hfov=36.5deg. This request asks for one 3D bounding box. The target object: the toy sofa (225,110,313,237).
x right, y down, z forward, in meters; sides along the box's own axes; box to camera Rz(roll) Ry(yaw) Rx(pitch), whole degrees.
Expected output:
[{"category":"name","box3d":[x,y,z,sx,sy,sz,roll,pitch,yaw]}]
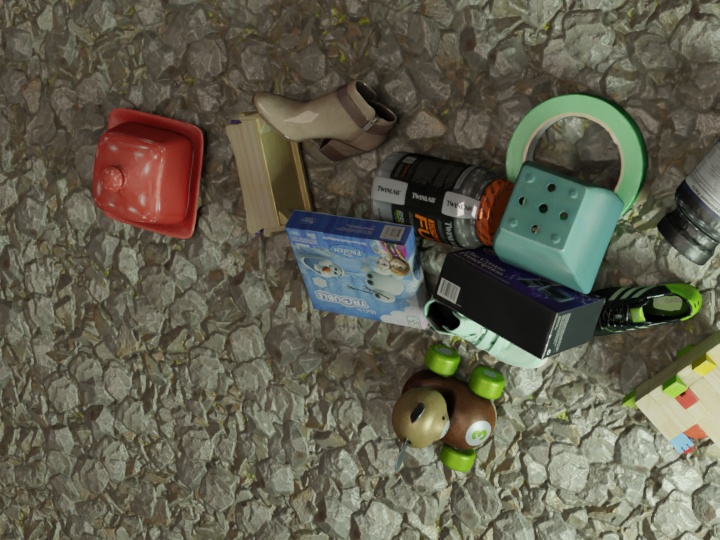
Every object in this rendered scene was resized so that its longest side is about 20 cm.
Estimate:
[{"category":"toy sofa","box3d":[-0.139,-0.160,1.762,0.097,0.083,0.202,-8,97,38]}]

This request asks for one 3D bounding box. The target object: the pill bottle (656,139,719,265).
[{"category":"pill bottle","box3d":[0.498,-0.108,1.472,0.112,0.112,0.200,43,114,11]}]

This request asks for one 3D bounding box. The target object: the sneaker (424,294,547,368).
[{"category":"sneaker","box3d":[0.184,0.098,1.648,0.199,0.118,0.074,30,109,15]}]

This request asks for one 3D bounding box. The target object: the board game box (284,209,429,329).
[{"category":"board game box","box3d":[0.000,0.000,1.693,0.198,0.044,0.200,9,143,23]}]

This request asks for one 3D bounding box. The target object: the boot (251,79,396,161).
[{"category":"boot","box3d":[-0.048,-0.246,1.674,0.199,0.071,0.146,29,139,-28]}]

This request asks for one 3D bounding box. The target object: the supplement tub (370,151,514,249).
[{"category":"supplement tub","box3d":[0.125,-0.102,1.616,0.199,0.122,0.124,15,106,33]}]

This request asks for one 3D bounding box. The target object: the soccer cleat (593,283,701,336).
[{"category":"soccer cleat","box3d":[0.387,0.057,1.569,0.198,0.081,0.068,-12,95,26]}]

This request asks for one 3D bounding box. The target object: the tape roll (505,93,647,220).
[{"category":"tape roll","box3d":[0.312,-0.155,1.582,0.199,0.048,0.202,5,102,24]}]

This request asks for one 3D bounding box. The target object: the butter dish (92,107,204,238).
[{"category":"butter dish","box3d":[-0.380,-0.159,1.836,0.198,0.148,0.202,15,105,20]}]

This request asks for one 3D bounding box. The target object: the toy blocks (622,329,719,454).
[{"category":"toy blocks","box3d":[0.493,0.186,1.550,0.200,0.100,0.137,-41,94,24]}]

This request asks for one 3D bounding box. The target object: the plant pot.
[{"category":"plant pot","box3d":[0.257,-0.068,1.467,0.140,0.200,0.142,22,90,19]}]

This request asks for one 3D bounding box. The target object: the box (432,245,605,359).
[{"category":"box","box3d":[0.228,0.040,1.576,0.199,0.141,0.079,30,113,33]}]

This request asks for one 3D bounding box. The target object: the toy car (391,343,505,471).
[{"category":"toy car","box3d":[0.111,0.229,1.660,0.157,0.200,0.165,26,110,18]}]
